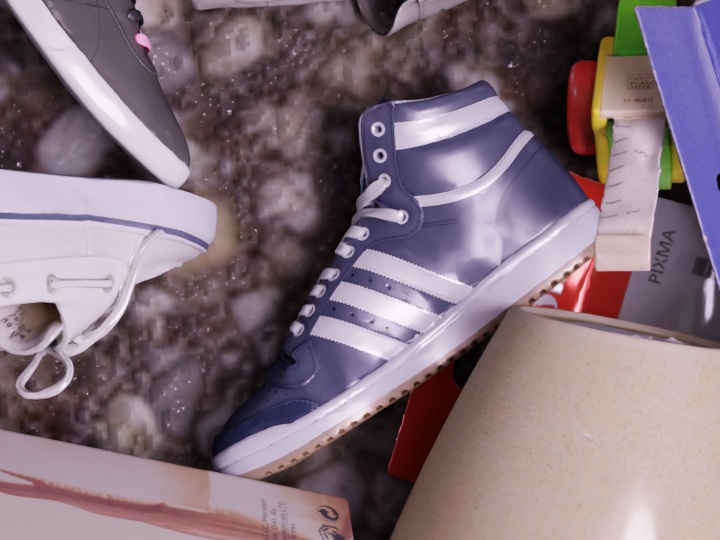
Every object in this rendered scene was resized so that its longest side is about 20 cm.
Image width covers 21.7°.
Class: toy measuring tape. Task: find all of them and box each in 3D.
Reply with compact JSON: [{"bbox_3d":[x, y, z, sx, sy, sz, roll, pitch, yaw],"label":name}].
[{"bbox_3d":[0.119,-0.046,0.800,0.073,0.074,0.201,30,39,-13],"label":"toy measuring tape"}]

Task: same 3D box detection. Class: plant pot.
[{"bbox_3d":[0.087,0.121,0.759,0.186,0.187,0.201,9,93,-15],"label":"plant pot"}]

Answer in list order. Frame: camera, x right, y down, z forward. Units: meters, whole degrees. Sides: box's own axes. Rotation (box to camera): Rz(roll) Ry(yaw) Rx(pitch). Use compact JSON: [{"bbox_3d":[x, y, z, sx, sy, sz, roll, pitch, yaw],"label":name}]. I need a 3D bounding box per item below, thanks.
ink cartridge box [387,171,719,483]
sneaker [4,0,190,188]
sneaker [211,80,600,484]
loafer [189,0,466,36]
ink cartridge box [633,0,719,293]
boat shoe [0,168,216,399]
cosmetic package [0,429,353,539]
[{"bbox_3d":[0.132,0.048,0.852,0.199,0.057,0.164,18,86,-19],"label":"ink cartridge box"},{"bbox_3d":[-0.105,-0.136,0.775,0.099,0.071,0.201,-34,94,-7],"label":"sneaker"},{"bbox_3d":[0.000,0.000,0.807,0.199,0.070,0.109,-35,89,-4],"label":"sneaker"},{"bbox_3d":[0.018,-0.137,0.815,0.199,0.070,0.070,2,114,-21],"label":"loafer"},{"bbox_3d":[0.212,-0.029,0.806,0.199,0.047,0.199,-10,82,-52],"label":"ink cartridge box"},{"bbox_3d":[-0.126,0.005,0.728,0.074,0.202,0.087,5,92,28],"label":"boat shoe"},{"bbox_3d":[-0.109,0.135,0.752,0.199,0.087,0.104,14,122,-16],"label":"cosmetic package"}]
